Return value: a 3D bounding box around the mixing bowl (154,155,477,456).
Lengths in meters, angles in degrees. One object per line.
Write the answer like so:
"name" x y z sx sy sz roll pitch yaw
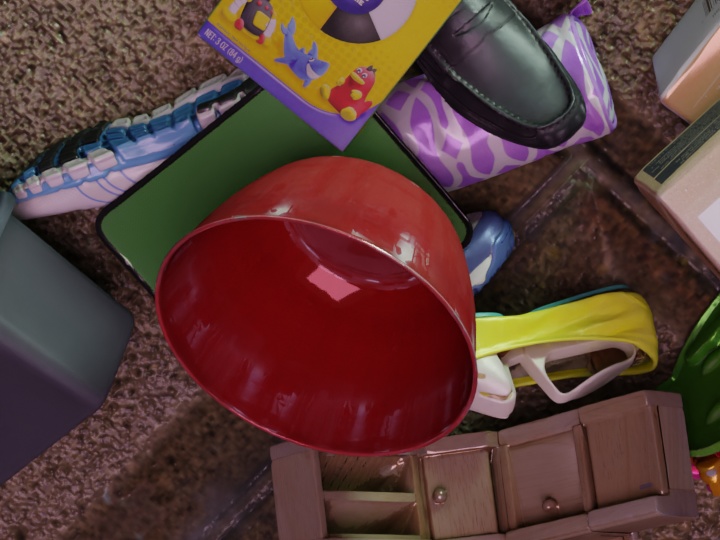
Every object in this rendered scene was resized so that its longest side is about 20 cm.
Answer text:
"mixing bowl" -0.013 0.006 1.544 0.199 0.109 0.201 13 137 12

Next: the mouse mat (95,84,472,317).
"mouse mat" -0.049 -0.026 1.614 0.200 0.008 0.161 -36 104 22

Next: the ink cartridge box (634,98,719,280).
"ink cartridge box" 0.286 -0.031 1.505 0.165 0.075 0.200 -43 100 4

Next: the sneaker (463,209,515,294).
"sneaker" 0.000 0.000 1.662 0.199 0.075 0.088 -26 105 11

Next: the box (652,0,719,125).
"box" 0.304 -0.119 1.586 0.200 0.106 0.153 34 107 -8

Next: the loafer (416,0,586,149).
"loafer" 0.057 -0.149 1.561 0.068 0.070 0.201 -41 65 -9

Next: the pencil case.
"pencil case" 0.062 -0.096 1.626 0.199 0.084 0.086 -18 70 8

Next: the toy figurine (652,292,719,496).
"toy figurine" 0.296 0.112 1.664 0.184 0.150 0.200 32 120 -18

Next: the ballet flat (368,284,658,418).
"ballet flat" 0.101 0.058 1.643 0.199 0.067 0.067 -11 150 -18

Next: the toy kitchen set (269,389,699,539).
"toy kitchen set" 0.083 0.172 1.598 0.199 0.180 0.164 -19 72 41

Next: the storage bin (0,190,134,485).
"storage bin" -0.244 0.048 1.659 0.134 0.146 0.200 36 134 -20

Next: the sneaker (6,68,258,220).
"sneaker" -0.131 -0.057 1.654 0.199 0.075 0.087 -19 113 10

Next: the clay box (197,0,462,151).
"clay box" 0.007 -0.183 1.507 0.115 0.048 0.200 38 115 -1
